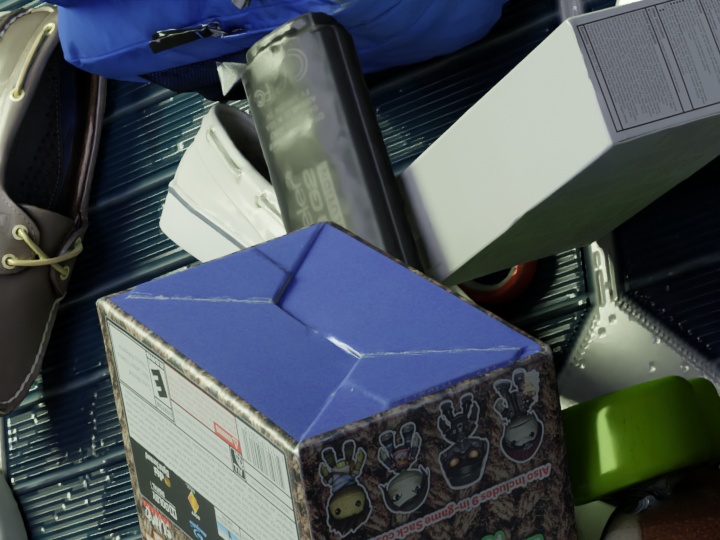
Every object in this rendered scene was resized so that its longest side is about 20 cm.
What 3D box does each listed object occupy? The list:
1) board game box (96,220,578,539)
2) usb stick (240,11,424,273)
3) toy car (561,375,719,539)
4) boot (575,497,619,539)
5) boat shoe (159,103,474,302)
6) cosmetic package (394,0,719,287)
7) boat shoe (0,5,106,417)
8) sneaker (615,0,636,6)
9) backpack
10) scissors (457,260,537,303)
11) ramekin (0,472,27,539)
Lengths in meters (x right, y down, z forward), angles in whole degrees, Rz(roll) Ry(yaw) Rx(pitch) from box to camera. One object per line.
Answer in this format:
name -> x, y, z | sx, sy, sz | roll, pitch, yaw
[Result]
board game box -> -0.002, 0.108, 0.967 | 0.159, 0.096, 0.201 | 32, 136, 56
usb stick -> 0.000, 0.000, 1.082 | 0.055, 0.032, 0.201 | -29, 73, 41
toy car -> 0.184, 0.098, 0.950 | 0.199, 0.158, 0.165 | -19, 83, 12
boot -> 0.024, 0.129, 1.117 | 0.199, 0.072, 0.145 | 26, 101, 39
boat shoe -> -0.009, -0.014, 1.162 | 0.200, 0.072, 0.066 | 34, 112, 49
cosmetic package -> 0.080, -0.047, 1.025 | 0.200, 0.082, 0.051 | -40, 66, 66
boat shoe -> -0.160, -0.027, 1.320 | 0.059, 0.072, 0.201 | -4, 73, 45
sneaker -> 0.155, -0.060, 1.043 | 0.115, 0.073, 0.201 | -23, 69, 53
backpack -> -0.035, -0.155, 1.166 | 0.199, 0.167, 0.164 | -3, 86, 39
scissors -> 0.002, -0.003, 1.203 | 0.199, 0.014, 0.074 | -20, 70, 40
ramekin -> -0.259, 0.167, 1.347 | 0.199, 0.105, 0.202 | -10, 75, 41
